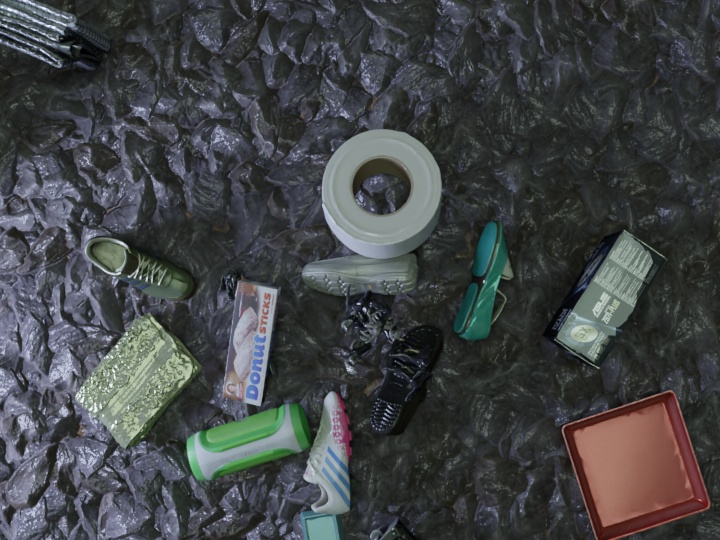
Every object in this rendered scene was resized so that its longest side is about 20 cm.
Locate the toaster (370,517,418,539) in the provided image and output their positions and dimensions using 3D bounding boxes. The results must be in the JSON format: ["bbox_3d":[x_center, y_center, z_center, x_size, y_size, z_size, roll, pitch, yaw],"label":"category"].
[{"bbox_3d":[0.063,0.528,1.657,0.200,0.119,0.181,45,86,3],"label":"toaster"}]

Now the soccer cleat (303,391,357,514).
[{"bbox_3d":[-0.055,0.306,1.698,0.084,0.070,0.205,-6,90,-13],"label":"soccer cleat"}]

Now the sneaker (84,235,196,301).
[{"bbox_3d":[-0.377,-0.003,1.722,0.197,0.090,0.068,25,89,4],"label":"sneaker"}]

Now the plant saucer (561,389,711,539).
[{"bbox_3d":[0.451,0.321,1.688,0.196,0.037,0.204,-18,88,3],"label":"plant saucer"}]

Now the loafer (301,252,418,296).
[{"bbox_3d":[0.000,0.000,1.717,0.195,0.070,0.071,2,55,7],"label":"loafer"}]

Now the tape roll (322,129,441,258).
[{"bbox_3d":[0.035,-0.126,1.683,0.198,0.071,0.207,-1,73,3],"label":"tape roll"}]

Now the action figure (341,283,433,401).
[{"bbox_3d":[0.025,0.112,1.647,0.199,0.120,0.101,41,53,22],"label":"action figure"}]

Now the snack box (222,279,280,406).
[{"bbox_3d":[-0.183,0.121,1.718,0.070,0.024,0.204,11,101,9],"label":"snack box"}]

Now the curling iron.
[{"bbox_3d":[-0.184,0.091,1.742,0.049,0.026,0.203,-24,92,24],"label":"curling iron"}]

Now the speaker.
[{"bbox_3d":[-0.185,0.285,1.704,0.196,0.088,0.090,-18,87,3],"label":"speaker"}]

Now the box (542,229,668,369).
[{"bbox_3d":[0.386,0.046,1.636,0.085,0.164,0.202,33,91,3],"label":"box"}]

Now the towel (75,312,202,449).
[{"bbox_3d":[-0.380,0.187,1.744,0.148,0.036,0.201,42,91,5],"label":"towel"}]

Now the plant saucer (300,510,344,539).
[{"bbox_3d":[-0.053,0.505,1.725,0.068,0.019,0.204,-10,89,4],"label":"plant saucer"}]

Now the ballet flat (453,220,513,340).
[{"bbox_3d":[0.215,0.021,1.705,0.069,0.067,0.204,18,90,-20],"label":"ballet flat"}]

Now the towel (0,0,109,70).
[{"bbox_3d":[-0.536,-0.396,1.706,0.197,0.166,0.087,21,93,5],"label":"towel"}]

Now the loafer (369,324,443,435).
[{"bbox_3d":[0.080,0.185,1.706,0.072,0.071,0.202,23,77,34],"label":"loafer"}]
